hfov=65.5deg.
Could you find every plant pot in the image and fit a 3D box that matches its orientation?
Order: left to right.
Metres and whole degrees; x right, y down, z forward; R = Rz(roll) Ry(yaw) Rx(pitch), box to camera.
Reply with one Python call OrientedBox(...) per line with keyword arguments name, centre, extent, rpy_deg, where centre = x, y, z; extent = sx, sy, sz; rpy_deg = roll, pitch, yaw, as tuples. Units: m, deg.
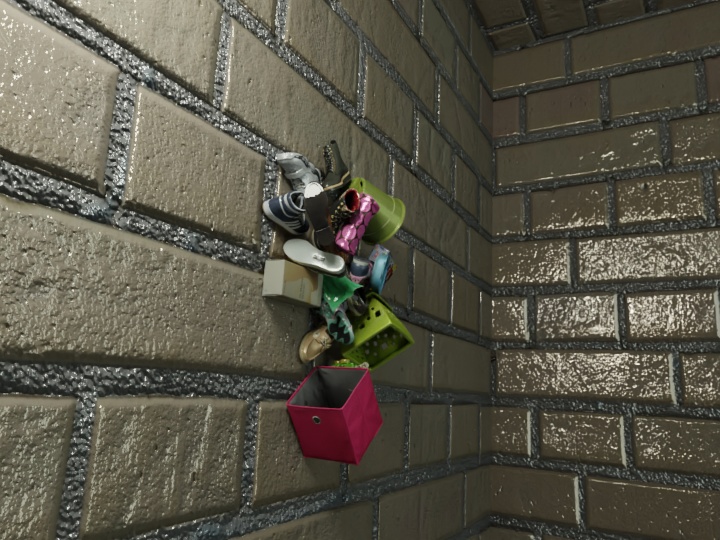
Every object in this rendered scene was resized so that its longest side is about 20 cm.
OrientedBox(name="plant pot", centre=(0.025, -0.222, 1.951), extent=(0.190, 0.199, 0.202), rpy_deg=(40, 52, -38))
OrientedBox(name="plant pot", centre=(0.033, 0.192, 1.861), extent=(0.200, 0.198, 0.182), rpy_deg=(43, 16, -50))

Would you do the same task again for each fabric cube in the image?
OrientedBox(name="fabric cube", centre=(-0.073, 0.426, 1.669), extent=(0.200, 0.194, 0.201), rpy_deg=(-47, 128, -54))

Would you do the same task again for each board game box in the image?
OrientedBox(name="board game box", centre=(0.042, 0.027, 2.005), extent=(0.201, 0.061, 0.200), rpy_deg=(-55, 161, -7))

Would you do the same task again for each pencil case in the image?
OrientedBox(name="pencil case", centre=(-0.008, -0.146, 1.815), extent=(0.093, 0.091, 0.201), rpy_deg=(33, 83, -32))

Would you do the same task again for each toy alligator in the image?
OrientedBox(name="toy alligator", centre=(-0.052, 0.307, 1.748), extent=(0.054, 0.199, 0.060), rpy_deg=(9, 71, -34))

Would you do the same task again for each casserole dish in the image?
OrientedBox(name="casserole dish", centre=(0.061, 0.013, 1.837), extent=(0.200, 0.038, 0.122), rpy_deg=(77, 28, -79))

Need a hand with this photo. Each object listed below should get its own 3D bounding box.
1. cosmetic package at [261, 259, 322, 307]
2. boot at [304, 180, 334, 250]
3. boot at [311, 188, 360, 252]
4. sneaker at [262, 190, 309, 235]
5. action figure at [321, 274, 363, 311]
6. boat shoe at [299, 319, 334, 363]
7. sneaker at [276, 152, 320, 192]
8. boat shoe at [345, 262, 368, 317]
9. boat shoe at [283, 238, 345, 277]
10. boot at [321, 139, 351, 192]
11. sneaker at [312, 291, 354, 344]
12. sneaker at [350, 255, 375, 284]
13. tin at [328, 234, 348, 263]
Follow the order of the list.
OrientedBox(name="cosmetic package", centre=(-0.192, 0.041, 1.619), extent=(0.200, 0.070, 0.106), rpy_deg=(22, 68, -59))
OrientedBox(name="boot", centre=(-0.115, -0.154, 1.625), extent=(0.200, 0.068, 0.190), rpy_deg=(-171, -121, -86))
OrientedBox(name="boot", centre=(-0.076, -0.159, 1.761), extent=(0.073, 0.150, 0.201), rpy_deg=(36, 47, -18))
OrientedBox(name="sneaker", centre=(-0.180, -0.165, 1.616), extent=(0.200, 0.108, 0.071), rpy_deg=(27, 48, -57))
OrientedBox(name="action figure", centre=(-0.087, 0.039, 1.717), extent=(0.118, 0.200, 0.055), rpy_deg=(-36, 138, -12))
OrientedBox(name="boat shoe", centre=(-0.123, 0.213, 1.733), extent=(0.200, 0.064, 0.072), rpy_deg=(-52, 131, -50))
OrientedBox(name="sneaker", centre=(-0.182, -0.269, 1.667), extent=(0.200, 0.074, 0.116), rpy_deg=(27, 61, -61))
OrientedBox(name="boat shoe", centre=(-0.014, 0.054, 1.809), extent=(0.072, 0.066, 0.202), rpy_deg=(35, 32, -47))
OrientedBox(name="boat shoe", centre=(-0.135, -0.028, 1.631), extent=(0.071, 0.199, 0.064), rpy_deg=(-59, 161, -23))
OrientedBox(name="boot", centre=(-0.103, -0.339, 1.835), extent=(0.200, 0.077, 0.139), rpy_deg=(-63, 136, -63))
OrientedBox(name="sneaker", centre=(-0.062, 0.132, 1.765), extent=(0.201, 0.078, 0.140), rpy_deg=(54, 29, 9))
OrientedBox(name="sneaker", centre=(0.000, 0.000, 1.781), extent=(0.200, 0.070, 0.083), rpy_deg=(0, 106, -79))
OrientedBox(name="tin", centre=(-0.081, -0.018, 1.864), extent=(0.112, 0.041, 0.202), rpy_deg=(-4, 91, -65))
